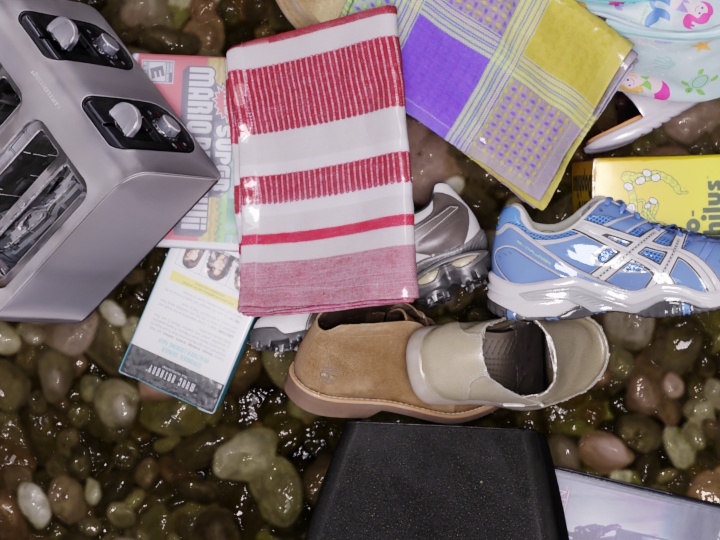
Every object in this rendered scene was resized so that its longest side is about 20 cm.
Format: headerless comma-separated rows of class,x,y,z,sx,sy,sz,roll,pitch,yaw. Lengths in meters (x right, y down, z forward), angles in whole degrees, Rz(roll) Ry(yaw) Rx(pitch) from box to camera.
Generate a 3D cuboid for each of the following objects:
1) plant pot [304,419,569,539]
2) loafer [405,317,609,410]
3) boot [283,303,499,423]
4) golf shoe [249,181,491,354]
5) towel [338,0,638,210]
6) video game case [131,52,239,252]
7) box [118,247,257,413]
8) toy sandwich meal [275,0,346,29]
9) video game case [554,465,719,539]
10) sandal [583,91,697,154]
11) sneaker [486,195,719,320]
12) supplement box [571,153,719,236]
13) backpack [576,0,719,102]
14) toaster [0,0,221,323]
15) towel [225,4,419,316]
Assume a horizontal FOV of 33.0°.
plant pot,0.060,0.201,0.878,0.198,0.199,0.179,0,81,12
loafer,0.122,0.067,0.885,0.199,0.068,0.076,-4,86,-41
boot,0.045,0.063,0.894,0.199,0.074,0.076,2,121,-31
golf shoe,0.000,0.000,0.935,0.199,0.078,0.095,-22,84,-5
towel,0.077,-0.146,0.823,0.199,0.023,0.144,38,130,7
video game case,-0.077,-0.085,0.900,0.198,0.017,0.144,4,90,7
box,-0.109,0.001,0.943,0.082,0.049,0.201,24,94,1
toy sandwich meal,0.021,-0.237,0.920,0.203,0.070,0.207,0,89,4
video game case,0.186,0.237,0.967,0.198,0.019,0.144,13,94,0
sandal,0.246,-0.156,0.916,0.206,0.079,0.059,-32,91,-5
sneaker,0.183,-0.011,0.813,0.198,0.076,0.078,-4,98,2
supplement box,0.263,-0.032,0.902,0.198,0.109,0.111,-2,94,2
backpack,0.198,-0.213,0.836,0.199,0.151,0.178,21,65,21
toaster,-0.231,-0.073,0.865,0.200,0.118,0.181,-43,72,17
towel,-0.030,-0.072,0.841,0.143,0.023,0.202,-7,84,31
